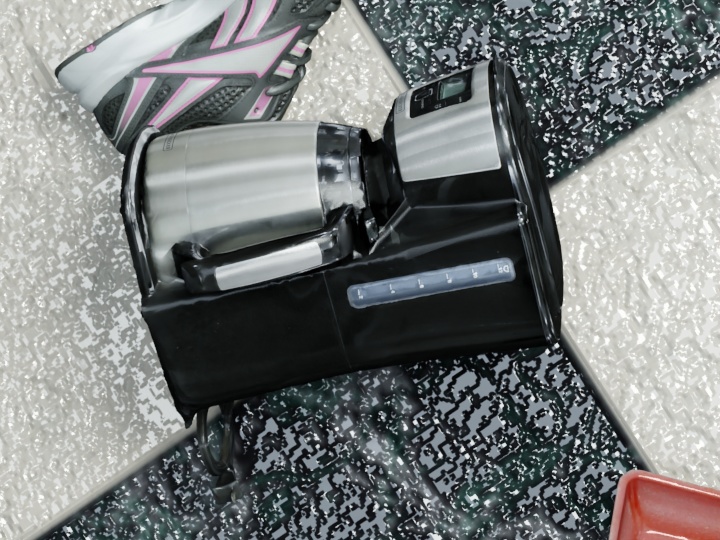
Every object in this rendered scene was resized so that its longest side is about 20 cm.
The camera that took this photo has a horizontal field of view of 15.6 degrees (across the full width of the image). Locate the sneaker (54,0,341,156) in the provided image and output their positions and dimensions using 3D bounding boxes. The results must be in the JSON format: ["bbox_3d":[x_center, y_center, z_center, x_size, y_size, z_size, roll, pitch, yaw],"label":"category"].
[{"bbox_3d":[-0.052,-0.119,1.348,0.199,0.080,0.087,-30,95,18],"label":"sneaker"}]

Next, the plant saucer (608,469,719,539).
[{"bbox_3d":[0.200,0.213,1.248,0.198,0.037,0.201,14,61,-2],"label":"plant saucer"}]

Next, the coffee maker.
[{"bbox_3d":[0.000,0.000,1.306,0.198,0.193,0.135,-9,45,9],"label":"coffee maker"}]
